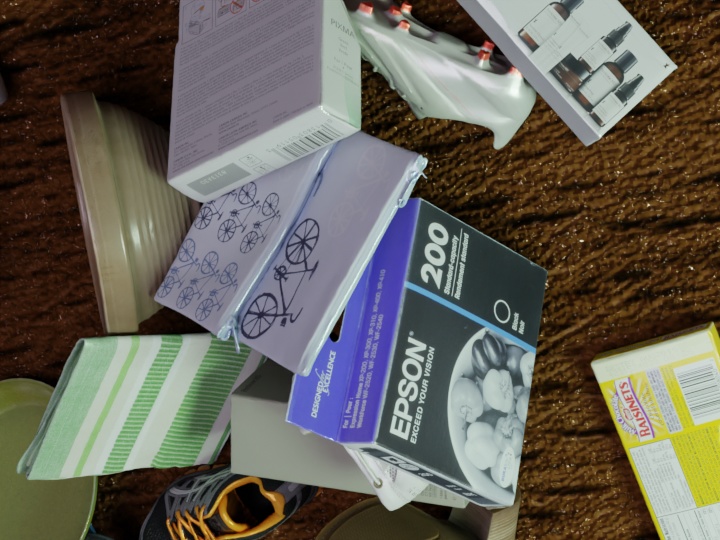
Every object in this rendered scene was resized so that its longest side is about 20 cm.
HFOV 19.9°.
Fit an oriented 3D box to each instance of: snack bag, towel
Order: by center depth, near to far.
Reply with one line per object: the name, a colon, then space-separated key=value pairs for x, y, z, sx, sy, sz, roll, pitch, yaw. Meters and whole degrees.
snack bag: x=-0.056 y=-0.028 z=1.513 sx=0.200 sy=0.021 sz=0.189 roll=28 pitch=88 yaw=49
towel: x=-0.172 y=0.107 z=1.674 sx=0.023 sy=0.200 sz=0.153 roll=50 pitch=125 yaw=34

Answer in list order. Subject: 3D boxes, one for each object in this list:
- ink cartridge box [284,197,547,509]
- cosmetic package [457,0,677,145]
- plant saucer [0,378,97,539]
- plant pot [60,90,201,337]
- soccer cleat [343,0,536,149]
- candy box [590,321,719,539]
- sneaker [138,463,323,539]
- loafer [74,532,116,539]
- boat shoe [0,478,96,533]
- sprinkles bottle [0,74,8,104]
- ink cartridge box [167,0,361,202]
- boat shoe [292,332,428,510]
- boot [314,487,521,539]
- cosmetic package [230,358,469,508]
ink cartridge box: x=0.048 y=0.053 z=1.526 sx=0.200 sy=0.198 sz=0.043 roll=26 pitch=154 yaw=-33
cosmetic package: x=0.134 y=-0.195 z=1.510 sx=0.083 sy=0.051 sz=0.200 roll=-43 pitch=91 yaw=-9
plant saucer: x=-0.302 y=0.195 z=1.794 sx=0.200 sy=0.031 sz=0.200 roll=-9 pitch=72 yaw=29
plant pot: x=-0.177 y=-0.050 z=1.638 sx=0.093 sy=0.201 sz=0.201 roll=-12 pitch=107 yaw=-9
soccer cleat: x=0.038 y=-0.159 z=1.569 sx=0.200 sy=0.069 sz=0.078 roll=26 pitch=118 yaw=7
candy box: x=0.264 y=0.146 z=1.615 sx=0.102 sy=0.026 sz=0.200 roll=-17 pitch=102 yaw=27
sneaker: x=-0.120 y=0.206 z=1.750 sx=0.200 sy=0.077 sz=0.078 roll=-33 pitch=97 yaw=29
loafer: x=-0.184 y=0.310 z=1.789 sx=0.201 sy=0.070 sz=0.068 roll=48 pitch=138 yaw=-15
boat shoe: x=-0.262 y=0.265 z=1.826 sx=0.200 sy=0.069 sz=0.084 roll=46 pitch=117 yaw=2
sprinkles bottle: x=-0.356 y=-0.222 z=1.689 sx=0.068 sy=0.068 sz=0.200 roll=-15 pitch=102 yaw=24
ink cartridge box: x=-0.073 y=-0.168 z=1.561 sx=0.161 sy=0.200 sz=0.050 roll=-23 pitch=141 yaw=35
boat shoe: x=-0.024 y=0.100 z=1.574 sx=0.069 sy=0.071 sz=0.200 roll=-44 pitch=77 yaw=10
boot: x=0.039 y=0.254 z=1.656 sx=0.077 sy=0.200 sz=0.156 roll=37 pitch=129 yaw=36
cosmetic package: x=0.004 y=0.128 z=1.662 sx=0.200 sy=0.104 sz=0.073 roll=7 pitch=110 yaw=16
